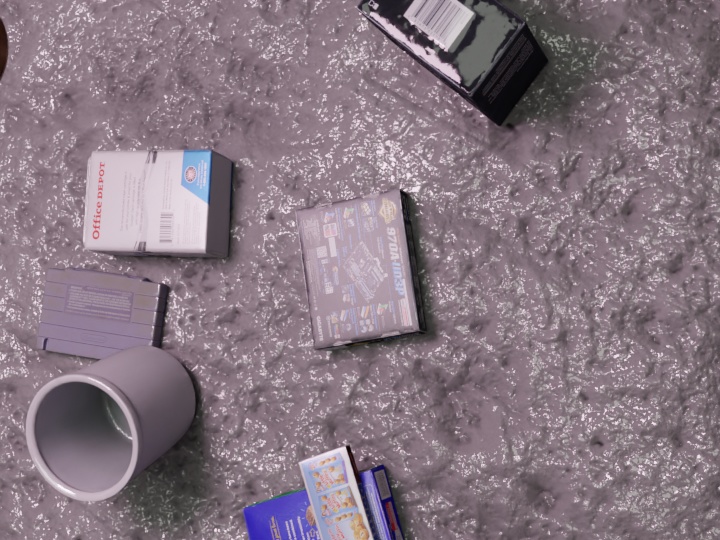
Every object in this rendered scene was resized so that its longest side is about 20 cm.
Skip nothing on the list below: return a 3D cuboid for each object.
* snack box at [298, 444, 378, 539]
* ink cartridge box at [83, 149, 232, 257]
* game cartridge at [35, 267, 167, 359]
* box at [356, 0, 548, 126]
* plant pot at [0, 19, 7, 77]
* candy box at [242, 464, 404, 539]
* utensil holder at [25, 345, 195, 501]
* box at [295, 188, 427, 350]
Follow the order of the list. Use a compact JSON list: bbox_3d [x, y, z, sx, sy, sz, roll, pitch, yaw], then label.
[{"bbox_3d":[-0.019,0.338,1.507,0.071,0.024,0.203,-20,79,15],"label":"snack box"},{"bbox_3d":[-0.295,-0.097,1.679,0.197,0.086,0.149,1,85,19],"label":"ink cartridge box"},{"bbox_3d":[-0.388,0.068,1.723,0.197,0.038,0.132,8,84,18],"label":"game cartridge"},{"bbox_3d":[0.126,-0.309,1.504,0.196,0.200,0.118,41,98,16],"label":"box"},{"bbox_3d":[-0.680,-0.359,1.764,0.184,0.200,0.190,-2,85,18],"label":"plant pot"},{"bbox_3d":[-0.044,0.376,1.564,0.197,0.077,0.172,-18,80,14],"label":"candy box"},{"bbox_3d":[-0.337,0.203,1.591,0.167,0.200,0.173,3,101,17],"label":"utensil holder"},{"bbox_3d":[0.000,0.000,1.598,0.157,0.046,0.203,-11,82,16],"label":"box"}]
